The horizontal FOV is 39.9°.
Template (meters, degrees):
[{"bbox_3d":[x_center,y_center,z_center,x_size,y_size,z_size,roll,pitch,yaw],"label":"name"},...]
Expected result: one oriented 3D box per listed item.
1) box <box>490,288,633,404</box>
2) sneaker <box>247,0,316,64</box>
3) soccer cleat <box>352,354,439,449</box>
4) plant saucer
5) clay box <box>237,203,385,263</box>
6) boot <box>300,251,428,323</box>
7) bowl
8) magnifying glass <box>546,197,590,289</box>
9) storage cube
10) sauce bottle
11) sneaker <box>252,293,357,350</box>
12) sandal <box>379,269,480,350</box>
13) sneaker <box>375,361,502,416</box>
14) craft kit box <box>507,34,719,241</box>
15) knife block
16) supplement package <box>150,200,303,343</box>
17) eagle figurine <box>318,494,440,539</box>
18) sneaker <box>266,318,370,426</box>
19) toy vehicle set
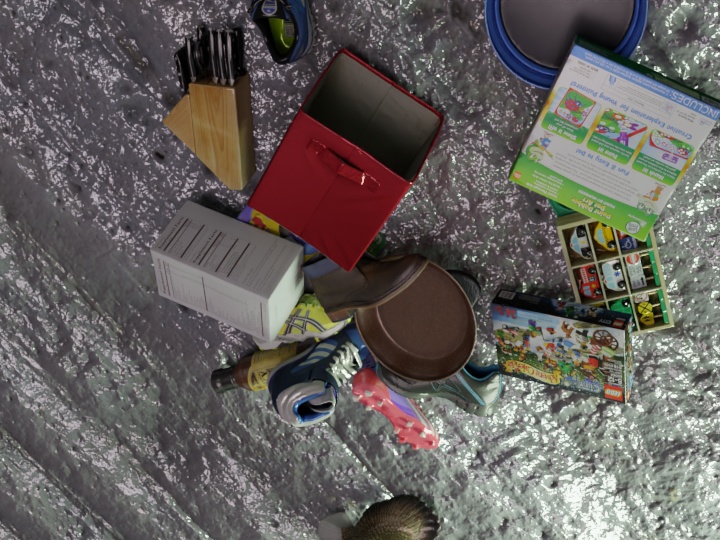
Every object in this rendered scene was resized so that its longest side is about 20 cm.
[{"bbox_3d":[0.290,0.108,1.422,0.198,0.038,0.138,11,130,30],"label":"box"},{"bbox_3d":[-0.103,-0.360,1.268,0.077,0.089,0.202,-2,119,16],"label":"sneaker"},{"bbox_3d":[0.063,0.215,1.583,0.066,0.077,0.200,-21,128,42],"label":"soccer cleat"},{"bbox_3d":[0.083,0.065,1.453,0.198,0.037,0.203,13,118,25],"label":"plant saucer"},{"bbox_3d":[-0.070,-0.062,1.462,0.199,0.048,0.115,38,124,-7],"label":"clay box"},{"bbox_3d":[0.000,0.000,1.399,0.199,0.075,0.097,-28,106,37],"label":"boot"},{"bbox_3d":[0.252,-0.323,1.216,0.198,0.040,0.203,8,122,12],"label":"bowl"},{"bbox_3d":[0.298,-0.063,1.367,0.078,0.022,0.202,-3,121,13],"label":"magnifying glass"},{"bbox_3d":[-0.018,-0.146,1.312,0.170,0.201,0.180,32,130,-5],"label":"storage cube"},{"bbox_3d":[-0.153,0.160,1.611,0.198,0.065,0.065,-18,114,26],"label":"sauce bottle"},{"bbox_3d":[-0.093,0.066,1.530,0.198,0.076,0.077,-17,114,23],"label":"sneaker"},{"bbox_3d":[0.099,0.056,1.491,0.199,0.043,0.076,-36,96,35],"label":"sandal"},{"bbox_3d":[0.123,0.158,1.528,0.197,0.074,0.083,13,120,-4],"label":"sneaker"},{"bbox_3d":[0.315,-0.162,1.243,0.198,0.049,0.199,25,120,1],"label":"craft kit box"},{"bbox_3d":[-0.183,-0.237,1.380,0.200,0.064,0.175,45,122,-12],"label":"knife block"},{"bbox_3d":[-0.194,0.000,1.466,0.198,0.110,0.114,22,144,13],"label":"supplement package"},{"bbox_3d":[0.029,0.474,1.701,0.149,0.154,0.200,6,150,-30],"label":"eagle figurine"},{"bbox_3d":[-0.039,0.161,1.482,0.198,0.146,0.081,-29,119,-10],"label":"sneaker"},{"bbox_3d":[0.354,0.003,1.373,0.123,0.027,0.202,-14,118,14],"label":"toy vehicle set"}]
